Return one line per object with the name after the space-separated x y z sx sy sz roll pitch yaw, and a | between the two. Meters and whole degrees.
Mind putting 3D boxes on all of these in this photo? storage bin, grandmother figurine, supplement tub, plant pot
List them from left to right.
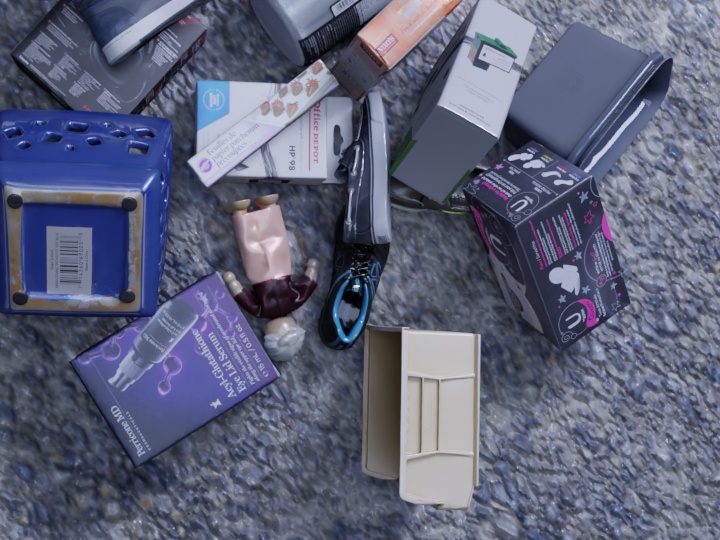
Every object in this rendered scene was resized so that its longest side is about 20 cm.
-0.309 -0.054 1.230 0.198 0.180 0.202 2 115 -11 | plant pot
-0.107 0.011 1.362 0.120 0.061 0.202 -10 93 -4 | grandmother figurine
-0.026 -0.350 1.354 0.200 0.123 0.123 -38 95 -10 | supplement tub
0.066 0.166 1.314 0.093 0.200 0.201 2 88 -12 | storage bin
0.278 -0.204 1.408 0.134 0.146 0.200 38 82 21 | storage bin

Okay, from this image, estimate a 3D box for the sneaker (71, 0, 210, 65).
-0.239 -0.348 1.260 0.202 0.077 0.147 -35 97 -9 | sneaker

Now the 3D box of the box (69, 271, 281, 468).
-0.217 0.113 1.312 0.199 0.104 0.149 -33 94 -10 | box

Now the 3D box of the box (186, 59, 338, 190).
-0.114 -0.170 1.305 0.200 0.041 0.039 -39 94 -10 | box

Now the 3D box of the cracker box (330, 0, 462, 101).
0.042 -0.280 1.324 0.134 0.200 0.058 -44 95 -8 | cracker box

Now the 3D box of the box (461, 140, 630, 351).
0.222 -0.030 1.346 0.114 0.132 0.201 -32 125 -10 | box

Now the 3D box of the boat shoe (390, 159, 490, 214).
0.110 -0.107 1.401 0.200 0.060 0.073 6 87 -10 | boat shoe

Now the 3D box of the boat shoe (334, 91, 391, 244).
0.002 -0.125 1.351 0.067 0.072 0.202 -3 70 6 | boat shoe

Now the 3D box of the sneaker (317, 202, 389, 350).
0.000 0.000 1.366 0.073 0.082 0.202 10 86 -10 | sneaker

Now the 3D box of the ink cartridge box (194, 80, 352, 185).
-0.102 -0.166 1.361 0.198 0.067 0.117 0 87 -10 | ink cartridge box

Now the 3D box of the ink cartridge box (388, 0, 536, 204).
0.122 -0.203 1.328 0.084 0.146 0.201 27 54 -8 | ink cartridge box

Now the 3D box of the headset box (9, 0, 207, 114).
-0.289 -0.272 1.327 0.149 0.077 0.200 41 81 -7 | headset box
